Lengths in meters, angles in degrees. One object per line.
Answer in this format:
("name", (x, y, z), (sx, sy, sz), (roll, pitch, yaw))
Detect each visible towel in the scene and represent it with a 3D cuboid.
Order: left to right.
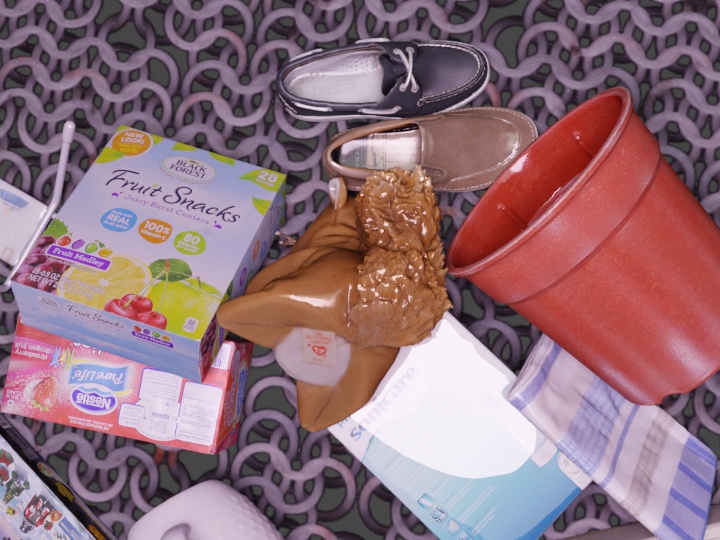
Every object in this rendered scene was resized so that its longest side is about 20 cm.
("towel", (0.217, 0.134, 0.807), (0.200, 0.147, 0.024), (43, 124, 5))

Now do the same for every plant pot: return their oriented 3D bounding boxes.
("plant pot", (0.207, -0.008, 0.782), (0.195, 0.201, 0.201), (42, 91, -10))

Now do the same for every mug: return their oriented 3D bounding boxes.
("mug", (-0.119, 0.270, 0.796), (0.147, 0.200, 0.176), (-30, 74, -9))

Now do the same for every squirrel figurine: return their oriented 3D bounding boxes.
("squirrel figurine", (0.000, 0.000, 0.806), (0.199, 0.187, 0.142), (-29, 115, 31))

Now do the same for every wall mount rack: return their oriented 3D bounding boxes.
("wall mount rack", (-0.347, -0.084, 0.898), (0.199, 0.075, 0.175), (29, 90, 5))

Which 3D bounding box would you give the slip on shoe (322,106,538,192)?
("slip on shoe", (0.063, -0.110, 0.868), (0.198, 0.061, 0.077), (-2, 86, 5))

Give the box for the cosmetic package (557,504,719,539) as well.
("cosmetic package", (0.232, 0.278, 0.825), (0.198, 0.073, 0.105), (-13, 86, 4))

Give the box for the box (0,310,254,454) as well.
("box", (-0.206, 0.095, 0.864), (0.198, 0.095, 0.101), (10, 86, 5))

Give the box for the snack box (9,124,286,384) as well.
("snack box", (-0.175, -0.021, 0.831), (0.167, 0.068, 0.201), (16, 49, 6))

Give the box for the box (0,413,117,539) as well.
("box", (-0.330, 0.248, 0.895), (0.200, 0.040, 0.137), (44, 92, 6))

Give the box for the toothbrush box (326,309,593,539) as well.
("toothbrush box", (0.089, 0.146, 0.839), (0.200, 0.085, 0.147), (42, 92, 6))

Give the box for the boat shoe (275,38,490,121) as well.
("boat shoe", (0.021, -0.174, 0.876), (0.198, 0.060, 0.076), (-11, 86, 5))
